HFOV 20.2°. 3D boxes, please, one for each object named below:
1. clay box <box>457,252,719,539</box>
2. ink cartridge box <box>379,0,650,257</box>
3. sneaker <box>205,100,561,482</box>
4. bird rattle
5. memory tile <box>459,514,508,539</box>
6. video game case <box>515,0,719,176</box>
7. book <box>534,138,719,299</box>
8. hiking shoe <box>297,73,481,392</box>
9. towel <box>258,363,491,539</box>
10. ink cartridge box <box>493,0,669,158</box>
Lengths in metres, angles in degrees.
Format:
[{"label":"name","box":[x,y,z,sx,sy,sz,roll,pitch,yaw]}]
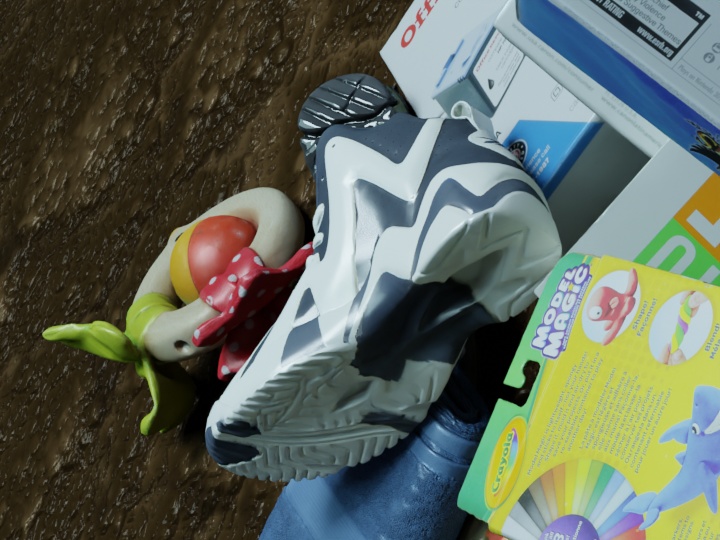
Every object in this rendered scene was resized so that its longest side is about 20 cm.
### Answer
[{"label":"clay box","box":[0.124,0.066,0.714,0.200,0.048,0.115,19,85,56]},{"label":"ink cartridge box","box":[0.104,-0.103,0.989,0.147,0.086,0.200,-56,33,20]},{"label":"sneaker","box":[0.000,0.000,0.929,0.199,0.079,0.130,-48,32,28]},{"label":"bird rattle","box":[-0.093,0.009,1.228,0.200,0.113,0.163,-32,29,42]},{"label":"memory tile","box":[0.100,0.169,0.856,0.153,0.017,0.200,-26,50,36]},{"label":"video game case","box":[0.187,-0.102,0.709,0.181,0.200,0.045,-48,-14,-10]},{"label":"book","box":[0.181,-0.017,0.789,0.134,0.048,0.200,46,119,13]},{"label":"hiking shoe","box":[0.031,-0.004,1.047,0.076,0.101,0.200,-11,90,25]},{"label":"towel","box":[0.000,0.132,0.978,0.200,0.048,0.112,-64,33,19]},{"label":"ink cartridge box","box":[0.176,-0.127,0.821,0.200,0.163,0.057,-52,-6,21]}]
